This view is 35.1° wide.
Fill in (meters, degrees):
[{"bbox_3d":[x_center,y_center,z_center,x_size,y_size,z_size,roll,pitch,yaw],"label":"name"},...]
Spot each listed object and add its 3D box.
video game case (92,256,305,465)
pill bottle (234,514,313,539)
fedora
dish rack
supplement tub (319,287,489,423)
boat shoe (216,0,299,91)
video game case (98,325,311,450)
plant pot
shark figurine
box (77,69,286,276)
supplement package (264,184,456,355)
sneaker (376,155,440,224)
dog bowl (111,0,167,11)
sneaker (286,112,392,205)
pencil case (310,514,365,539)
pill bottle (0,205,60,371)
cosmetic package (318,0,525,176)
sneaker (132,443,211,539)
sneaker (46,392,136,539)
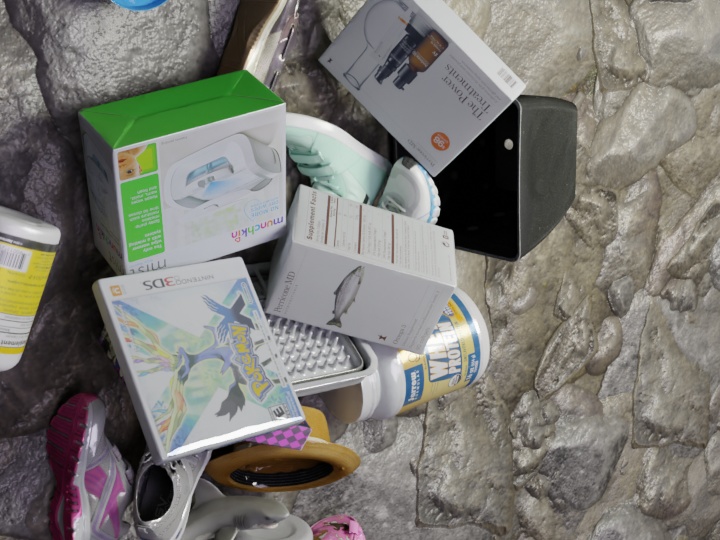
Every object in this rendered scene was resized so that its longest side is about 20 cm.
[{"bbox_3d":[-0.167,0.088,1.198,0.182,0.022,0.200,-11,71,-40],"label":"video game case"},{"bbox_3d":[-0.124,0.420,1.460,0.113,0.113,0.200,-4,107,-35],"label":"pill bottle"},{"bbox_3d":[-0.097,0.214,1.401,0.200,0.200,0.082,19,57,-38],"label":"fedora"},{"bbox_3d":[-0.091,0.074,1.346,0.171,0.200,0.044,-7,136,-34],"label":"dish rack"},{"bbox_3d":[0.050,0.107,1.469,0.200,0.145,0.145,-18,114,-31],"label":"supplement tub"},{"bbox_3d":[-0.104,-0.269,1.298,0.065,0.072,0.200,18,97,-43],"label":"boat shoe"},{"bbox_3d":[-0.177,0.129,1.290,0.200,0.181,0.036,17,106,-38],"label":"video game case"},{"bbox_3d":[0.174,-0.144,1.465,0.177,0.199,0.200,-22,116,-43],"label":"plant pot"},{"bbox_3d":[-0.205,0.302,1.386,0.214,0.128,0.090,-22,103,-14],"label":"shark figurine"},{"bbox_3d":[-0.189,-0.102,1.235,0.200,0.097,0.177,-19,131,-27],"label":"box"},{"bbox_3d":[0.000,0.000,1.351,0.200,0.117,0.117,15,127,-10],"label":"supplement package"},{"bbox_3d":[0.041,-0.052,1.419,0.087,0.075,0.200,-27,143,-29],"label":"sneaker"},{"bbox_3d":[-0.268,-0.355,1.165,0.200,0.050,0.112,43,78,-37],"label":"dog bowl"},{"bbox_3d":[-0.051,-0.111,1.373,0.200,0.074,0.118,25,82,-40],"label":"sneaker"},{"bbox_3d":[-0.017,0.431,1.558,0.086,0.083,0.200,-29,118,-25],"label":"pencil case"},{"bbox_3d":[-0.387,0.036,1.157,0.111,0.111,0.200,18,93,-38],"label":"pill bottle"},{"bbox_3d":[0.069,-0.230,1.328,0.200,0.151,0.052,45,42,-1],"label":"cosmetic package"},{"bbox_3d":[-0.215,0.218,1.312,0.082,0.075,0.200,82,12,-67],"label":"sneaker"},{"bbox_3d":[-0.303,0.229,1.302,0.088,0.081,0.200,-9,115,-38],"label":"sneaker"}]
